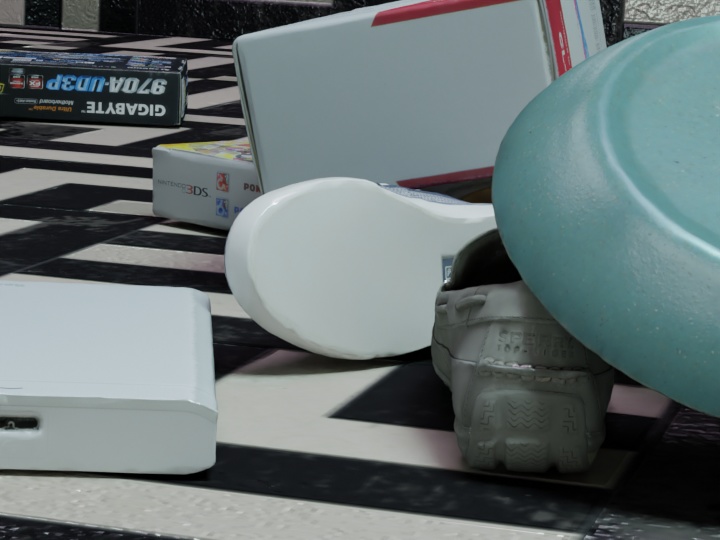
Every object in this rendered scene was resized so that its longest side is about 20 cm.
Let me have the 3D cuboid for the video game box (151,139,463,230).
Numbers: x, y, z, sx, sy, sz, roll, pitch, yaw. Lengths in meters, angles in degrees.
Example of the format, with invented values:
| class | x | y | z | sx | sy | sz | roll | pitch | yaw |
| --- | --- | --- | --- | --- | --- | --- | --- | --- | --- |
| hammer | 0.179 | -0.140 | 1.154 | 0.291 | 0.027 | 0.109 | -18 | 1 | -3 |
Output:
| class | x | y | z | sx | sy | sz | roll | pitch | yaw |
| --- | --- | --- | --- | --- | --- | --- | --- | --- | --- |
| video game box | 0.015 | -0.045 | 1.250 | 0.182 | 0.047 | 0.199 | 15 | 15 | 42 |

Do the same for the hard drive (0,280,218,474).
| class | x | y | z | sx | sy | sz | roll | pitch | yaw |
| --- | --- | --- | --- | --- | --- | --- | --- | --- | --- |
| hard drive | -0.117 | 0.033 | 0.781 | 0.131 | 0.026 | 0.200 | 2 | 10 | -5 |

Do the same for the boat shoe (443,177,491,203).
| class | x | y | z | sx | sy | sz | roll | pitch | yaw |
| --- | --- | --- | --- | --- | --- | --- | --- | --- | --- |
| boat shoe | 0.109 | -0.029 | 1.098 | 0.199 | 0.071 | 0.069 | -3 | 13 | -29 |

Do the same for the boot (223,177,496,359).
| class | x | y | z | sx | sy | sz | roll | pitch | yaw |
| --- | --- | --- | --- | --- | --- | --- | --- | --- | --- |
| boot | 0.000 | 0.000 | 0.928 | 0.090 | 0.073 | 0.199 | 2 | -2 | 44 |

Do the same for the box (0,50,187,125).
| class | x | y | z | sx | sy | sz | roll | pitch | yaw |
| --- | --- | --- | --- | --- | --- | --- | --- | --- | --- |
| box | -0.243 | -0.153 | 1.841 | 0.198 | 0.046 | 0.159 | 2 | 9 | -3 |

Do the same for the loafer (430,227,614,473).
| class | x | y | z | sx | sy | sz | roll | pitch | yaw |
| --- | --- | --- | --- | --- | --- | --- | --- | --- | --- |
| loafer | 0.060 | 0.018 | 0.792 | 0.069 | 0.070 | 0.200 | 3 | 9 | -2 |

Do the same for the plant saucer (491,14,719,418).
| class | x | y | z | sx | sy | sz | roll | pitch | yaw |
| --- | --- | --- | --- | --- | --- | --- | --- | --- | --- |
| plant saucer | 0.143 | -0.028 | 0.718 | 0.198 | 0.036 | 0.201 | 5 | 41 | -4 |

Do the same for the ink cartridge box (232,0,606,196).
| class | x | y | z | sx | sy | sz | roll | pitch | yaw |
| --- | --- | --- | --- | --- | --- | --- | --- | --- | --- |
| ink cartridge box | 0.039 | -0.091 | 1.078 | 0.145 | 0.083 | 0.200 | -9 | 7 | 15 |
